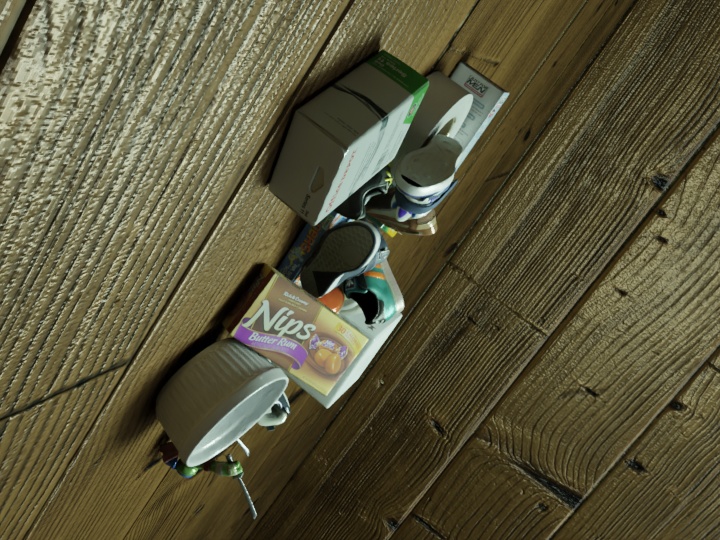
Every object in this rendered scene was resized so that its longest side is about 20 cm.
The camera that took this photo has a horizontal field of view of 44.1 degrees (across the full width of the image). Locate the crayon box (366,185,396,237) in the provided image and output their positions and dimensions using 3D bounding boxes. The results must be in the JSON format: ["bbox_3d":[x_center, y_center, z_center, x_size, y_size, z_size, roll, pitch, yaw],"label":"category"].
[{"bbox_3d":[0.075,-0.136,1.777,0.126,0.052,0.200,-53,171,3],"label":"crayon box"}]

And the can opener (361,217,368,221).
[{"bbox_3d":[0.008,-0.059,1.722,0.063,0.079,0.200,-42,159,-11],"label":"can opener"}]

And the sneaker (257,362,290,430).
[{"bbox_3d":[-0.175,0.222,1.571,0.079,0.130,0.199,-11,168,-16],"label":"sneaker"}]

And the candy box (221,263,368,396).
[{"bbox_3d":[-0.099,0.093,1.376,0.117,0.200,0.056,-52,-151,0],"label":"candy box"}]

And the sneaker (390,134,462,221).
[{"bbox_3d":[0.088,-0.119,1.389,0.200,0.081,0.147,-49,168,-54],"label":"sneaker"}]

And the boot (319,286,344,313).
[{"bbox_3d":[-0.091,0.066,1.476,0.200,0.075,0.107,-26,174,-36],"label":"boot"}]

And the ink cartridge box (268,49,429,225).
[{"bbox_3d":[-0.015,-0.170,1.131,0.200,0.083,0.147,-45,168,-42],"label":"ink cartridge box"}]

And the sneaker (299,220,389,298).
[{"bbox_3d":[0.002,-0.042,1.398,0.146,0.077,0.202,-31,175,-39],"label":"sneaker"}]

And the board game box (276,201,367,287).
[{"bbox_3d":[-0.067,-0.051,1.462,0.200,0.034,0.135,-55,170,19],"label":"board game box"}]

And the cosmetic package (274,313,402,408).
[{"bbox_3d":[-0.051,0.136,1.827,0.200,0.165,0.165,-56,170,25],"label":"cosmetic package"}]

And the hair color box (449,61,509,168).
[{"bbox_3d":[0.168,-0.264,1.607,0.200,0.099,0.061,-56,169,19],"label":"hair color box"}]

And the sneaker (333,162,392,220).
[{"bbox_3d":[0.022,-0.160,1.337,0.200,0.085,0.074,-52,171,-1],"label":"sneaker"}]

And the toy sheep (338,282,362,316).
[{"bbox_3d":[-0.023,0.023,1.659,0.138,0.138,0.200,-53,176,1],"label":"toy sheep"}]

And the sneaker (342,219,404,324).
[{"bbox_3d":[0.000,0.000,1.534,0.080,0.200,0.071,-30,-177,-37],"label":"sneaker"}]

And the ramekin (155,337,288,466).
[{"bbox_3d":[-0.218,0.193,1.357,0.200,0.105,0.200,-41,167,-12],"label":"ramekin"}]

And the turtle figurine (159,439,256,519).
[{"bbox_3d":[-0.231,0.286,1.543,0.144,0.200,0.194,-66,179,-61],"label":"turtle figurine"}]

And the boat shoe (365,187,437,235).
[{"bbox_3d":[0.067,-0.097,1.572,0.076,0.072,0.200,-34,-156,-17],"label":"boat shoe"}]

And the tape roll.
[{"bbox_3d":[0.103,-0.233,1.496,0.203,0.071,0.202,-50,170,-13],"label":"tape roll"}]
